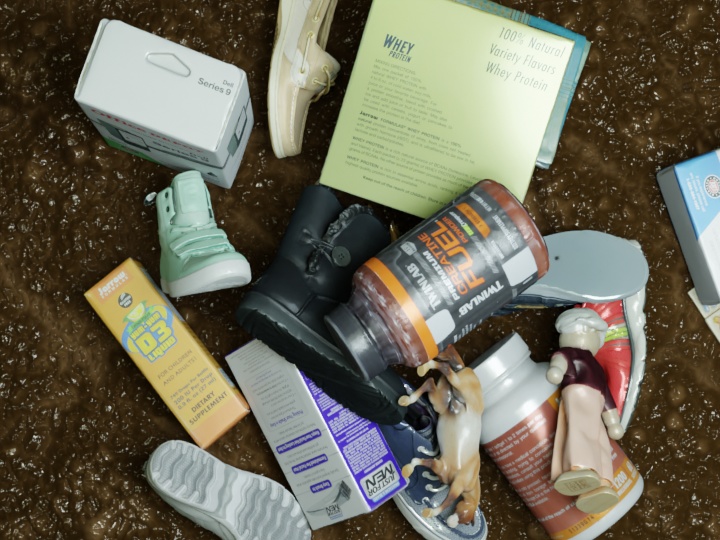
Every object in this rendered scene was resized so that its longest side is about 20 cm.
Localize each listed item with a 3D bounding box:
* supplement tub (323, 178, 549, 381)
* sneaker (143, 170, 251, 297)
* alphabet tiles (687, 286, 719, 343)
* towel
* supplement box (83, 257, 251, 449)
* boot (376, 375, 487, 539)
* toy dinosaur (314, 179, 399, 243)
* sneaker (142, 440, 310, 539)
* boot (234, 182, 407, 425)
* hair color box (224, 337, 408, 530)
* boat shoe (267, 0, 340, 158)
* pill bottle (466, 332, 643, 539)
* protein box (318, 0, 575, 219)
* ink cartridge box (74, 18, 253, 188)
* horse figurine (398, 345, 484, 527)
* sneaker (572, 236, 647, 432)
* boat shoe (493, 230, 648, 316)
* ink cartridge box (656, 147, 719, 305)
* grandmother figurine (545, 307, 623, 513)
[{"bbox_3d":[0.066,0.014,1.109,0.199,0.107,0.108,-36,88,-9],"label":"supplement tub"},{"bbox_3d":[-0.163,-0.038,1.206,0.073,0.200,0.120,-8,93,-23],"label":"sneaker"},{"bbox_3d":[0.448,0.032,1.303,0.165,0.006,0.202,-34,88,-2],"label":"alphabet tiles"},{"bbox_3d":[0.130,-0.210,1.306,0.197,0.022,0.149,20,88,2],"label":"towel"},{"bbox_3d":[-0.197,0.085,1.269,0.066,0.069,0.201,-39,86,-3],"label":"supplement box"},{"bbox_3d":[0.066,0.196,1.243,0.200,0.090,0.073,46,55,2],"label":"boot"},{"bbox_3d":[0.000,0.000,1.286,0.105,0.060,0.203,-17,78,15],"label":"toy dinosaur"},{"bbox_3d":[-0.135,0.235,1.266,0.199,0.082,0.075,39,66,-16],"label":"sneaker"},{"bbox_3d":[-0.006,0.028,1.194,0.199,0.076,0.169,37,61,-9],"label":"boot"},{"bbox_3d":[-0.046,0.150,1.241,0.064,0.109,0.202,-24,87,-39],"label":"hair color box"},{"bbox_3d":[-0.054,-0.215,1.278,0.068,0.074,0.204,5,87,6],"label":"boat shoe"},{"bbox_3d":[0.184,0.167,1.244,0.112,0.112,0.201,-37,89,-2],"label":"pill bottle"},{"bbox_3d":[0.085,-0.160,1.224,0.195,0.135,0.203,18,102,2],"label":"protein box"},{"bbox_3d":[-0.186,-0.158,1.209,0.144,0.200,0.085,20,84,0],"label":"ink cartridge box"},{"bbox_3d":[0.082,0.150,1.177,0.049,0.132,0.204,-6,85,33],"label":"horse figurine"},{"bbox_3d":[0.252,0.067,1.276,0.083,0.077,0.204,0,77,10],"label":"sneaker"},{"bbox_3d":[0.188,0.006,1.255,0.196,0.091,0.072,1,74,7],"label":"boat shoe"},{"bbox_3d":[0.424,-0.068,1.263,0.197,0.086,0.149,-20,87,1],"label":"ink cartridge box"},{"bbox_3d":[0.210,0.120,1.180,0.060,0.122,0.202,-15,47,26],"label":"grandmother figurine"}]
